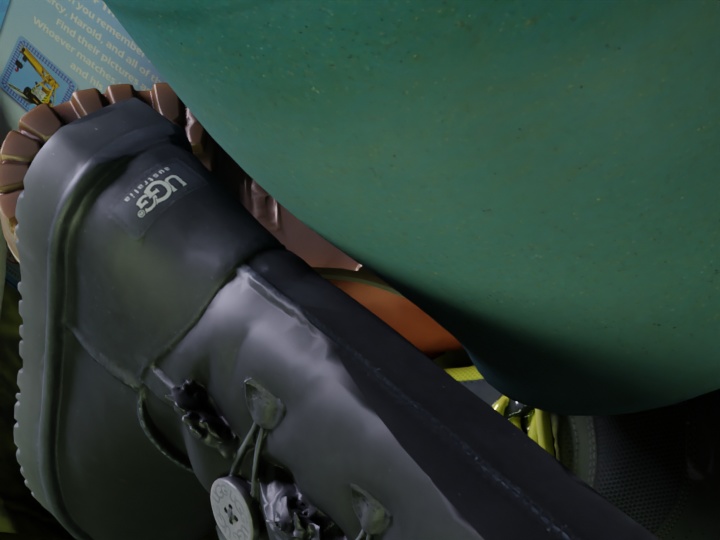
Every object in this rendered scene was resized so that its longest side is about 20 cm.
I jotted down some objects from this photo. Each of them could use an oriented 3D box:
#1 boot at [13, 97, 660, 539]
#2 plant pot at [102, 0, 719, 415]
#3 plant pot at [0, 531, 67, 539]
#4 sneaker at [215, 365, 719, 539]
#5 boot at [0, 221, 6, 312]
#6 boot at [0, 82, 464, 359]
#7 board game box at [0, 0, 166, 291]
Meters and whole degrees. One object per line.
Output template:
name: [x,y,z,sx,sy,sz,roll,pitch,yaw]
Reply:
boot: [-0.001,0.071,0.641,0.200,0.066,0.165,38,154,27]
plant pot: [0.044,-0.076,0.619,0.199,0.200,0.188,-8,127,40]
plant pot: [-0.097,0.174,0.879,0.192,0.200,0.201,-12,112,41]
sneaker: [0.030,0.061,0.721,0.200,0.084,0.075,-24,68,53]
boot: [-0.187,-0.047,0.848,0.144,0.072,0.201,8,113,50]
boot: [0.000,0.000,0.761,0.199,0.075,0.107,3,147,3]
board game box: [-0.077,-0.066,0.815,0.151,0.037,0.200,38,136,10]
